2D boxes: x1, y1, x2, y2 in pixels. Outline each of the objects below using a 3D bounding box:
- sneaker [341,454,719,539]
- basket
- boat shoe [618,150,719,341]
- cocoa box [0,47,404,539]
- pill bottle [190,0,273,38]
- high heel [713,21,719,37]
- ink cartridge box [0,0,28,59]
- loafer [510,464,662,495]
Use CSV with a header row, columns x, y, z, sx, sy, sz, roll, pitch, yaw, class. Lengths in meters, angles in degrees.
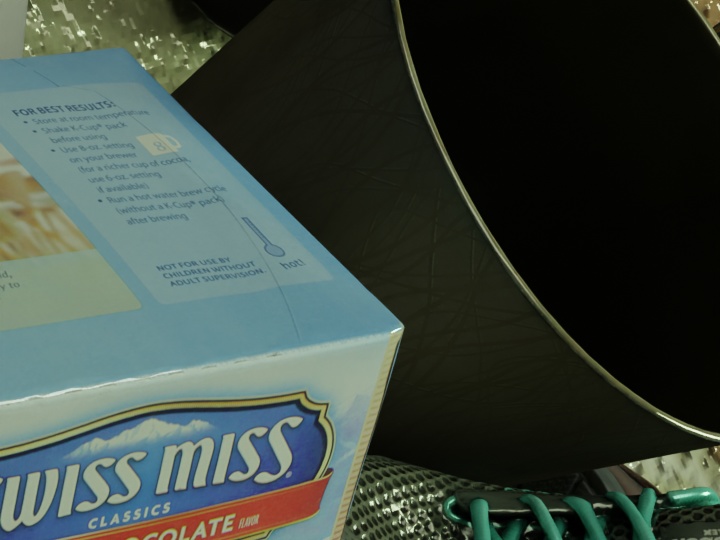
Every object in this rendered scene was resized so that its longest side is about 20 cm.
x,y,z,sx,sy,sz,roll,pitch,yaw,class
0.059,0.082,0.764,0.200,0.091,0.078,25,40,-38,sneaker
0.000,0.000,0.818,0.180,0.200,0.136,50,42,-15,basket
0.075,0.017,0.907,0.072,0.200,0.068,10,74,-27,boat shoe
-0.115,0.042,0.658,0.199,0.132,0.133,-9,39,-37,cocoa box
0.030,-0.139,0.993,0.200,0.112,0.112,-17,84,-51,pill bottle
0.125,-0.027,1.015,0.071,0.142,0.200,42,44,-25,high heel
-0.160,-0.080,0.725,0.198,0.043,0.201,-14,119,-50,ink cartridge box
0.095,0.114,0.913,0.063,0.072,0.200,14,21,-46,loafer
